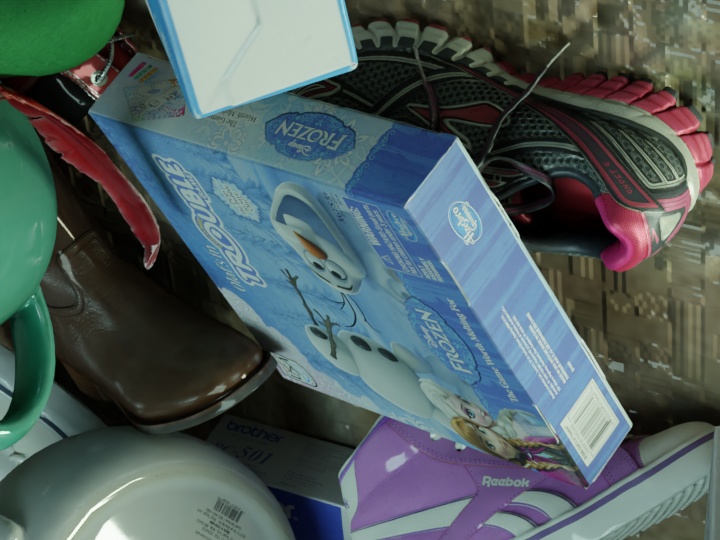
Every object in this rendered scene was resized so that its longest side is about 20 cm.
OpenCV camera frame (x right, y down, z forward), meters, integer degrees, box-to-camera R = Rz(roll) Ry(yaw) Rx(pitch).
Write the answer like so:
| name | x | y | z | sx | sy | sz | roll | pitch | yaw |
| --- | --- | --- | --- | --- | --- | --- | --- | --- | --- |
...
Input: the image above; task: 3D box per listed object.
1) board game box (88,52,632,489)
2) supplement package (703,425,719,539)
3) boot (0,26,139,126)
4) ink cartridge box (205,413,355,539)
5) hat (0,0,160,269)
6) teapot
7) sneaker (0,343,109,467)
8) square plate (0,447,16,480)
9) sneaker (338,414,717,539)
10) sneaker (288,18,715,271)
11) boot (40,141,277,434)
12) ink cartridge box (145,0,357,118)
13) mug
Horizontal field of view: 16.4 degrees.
| name | x | y | z | sx | sy | sz | roll | pitch | yaw |
| --- | --- | --- | --- | --- | --- | --- | --- | --- | --- |
| board game box | 0.000 | 0.000 | 1.108 | 0.199 | 0.043 | 0.200 | 19 | 153 | 43 |
| supplement package | 0.213 | 0.183 | 1.135 | 0.120 | 0.121 | 0.200 | 3 | 133 | 7 |
| boot | -0.144 | -0.142 | 1.117 | 0.144 | 0.072 | 0.200 | 34 | 147 | 0 |
| ink cartridge box | 0.012 | 0.145 | 1.309 | 0.200 | 0.044 | 0.094 | 15 | 134 | 22 |
| hat | -0.108 | -0.091 | 0.990 | 0.176 | 0.200 | 0.166 | 37 | 100 | -11 |
| teapot | -0.138 | 0.163 | 1.267 | 0.146 | 0.197 | 0.200 | 13 | 116 | 51 |
| sneaker | -0.157 | 0.119 | 1.358 | 0.200 | 0.071 | 0.073 | 48 | 168 | -16 |
| square plate | -0.239 | 0.162 | 1.502 | 0.198 | 0.028 | 0.200 | 36 | 140 | -1 |
| sneaker | 0.075 | 0.089 | 1.195 | 0.200 | 0.073 | 0.114 | -25 | 78 | 22 |
| sneaker | 0.047 | -0.053 | 1.071 | 0.200 | 0.075 | 0.081 | 11 | 135 | 26 |
| boot | -0.142 | -0.021 | 1.212 | 0.186 | 0.064 | 0.200 | 4 | 128 | 53 |
| ink cartridge box | -0.069 | -0.165 | 0.947 | 0.068 | 0.200 | 0.116 | -19 | 131 | -5 |
| mug | -0.211 | -0.020 | 1.149 | 0.152 | 0.114 | 0.185 | 12 | 125 | 35 |
